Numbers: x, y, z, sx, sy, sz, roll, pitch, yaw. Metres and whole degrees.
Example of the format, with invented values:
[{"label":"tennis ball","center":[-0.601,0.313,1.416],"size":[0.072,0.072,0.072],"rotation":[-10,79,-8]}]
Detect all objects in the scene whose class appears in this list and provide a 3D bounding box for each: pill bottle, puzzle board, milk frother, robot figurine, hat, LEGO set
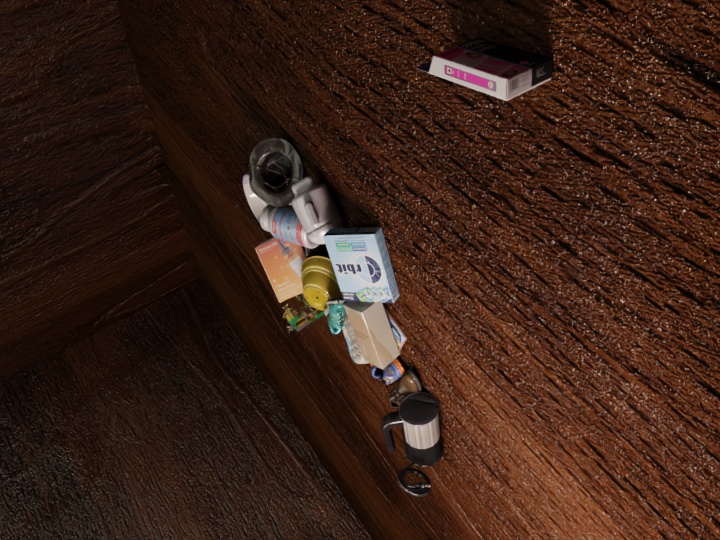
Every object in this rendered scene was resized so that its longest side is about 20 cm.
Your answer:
[{"label":"pill bottle","center":[-0.211,-0.142,1.759],"size":[0.196,0.109,0.111],"rotation":[17,134,31]},{"label":"puzzle board","center":[0.059,0.152,1.701],"size":[0.202,0.017,0.152],"rotation":[54,155,20]},{"label":"milk frother","center":[0.164,0.494,1.623],"size":[0.201,0.177,0.192],"rotation":[-123,17,-53]},{"label":"robot figurine","center":[-0.120,-0.162,1.616],"size":[0.204,0.111,0.170],"rotation":[64,-165,-4]},{"label":"hat","center":[-0.246,-0.303,1.749],"size":[0.204,0.197,0.081],"rotation":[65,-160,-8]},{"label":"LEGO set","center":[-0.201,0.112,2.011],"size":[0.117,0.198,0.154],"rotation":[51,175,24]}]

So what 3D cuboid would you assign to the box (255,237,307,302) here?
[{"label":"box","center":[-0.239,-0.023,1.928],"size":[0.106,0.149,0.204],"rotation":[-77,-37,-77]}]

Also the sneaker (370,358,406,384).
[{"label":"sneaker","center":[0.056,0.289,1.764],"size":[0.199,0.078,0.076],"rotation":[17,141,59]}]

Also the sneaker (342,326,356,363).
[{"label":"sneaker","center":[-0.018,0.209,1.868],"size":[0.081,0.075,0.204],"rotation":[-128,21,-60]}]

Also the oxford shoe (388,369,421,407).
[{"label":"oxford shoe","center":[0.129,0.361,1.699],"size":[0.073,0.083,0.202],"rotation":[51,153,25]}]

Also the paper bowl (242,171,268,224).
[{"label":"paper bowl","center":[-0.304,-0.245,1.919],"size":[0.201,0.103,0.203],"rotation":[45,151,33]}]

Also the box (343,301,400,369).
[{"label":"box","center":[0.034,0.169,1.636],"size":[0.094,0.077,0.204],"rotation":[16,134,52]}]

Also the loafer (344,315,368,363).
[{"label":"loafer","center":[-0.003,0.184,1.756],"size":[0.069,0.069,0.205],"rotation":[-24,72,45]}]

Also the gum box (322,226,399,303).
[{"label":"gum box","center":[0.003,-0.013,1.524],"size":[0.167,0.045,0.204],"rotation":[1,119,35]}]

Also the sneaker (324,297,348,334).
[{"label":"sneaker","center":[-0.063,0.131,1.700],"size":[0.201,0.075,0.082],"rotation":[108,154,-67]}]

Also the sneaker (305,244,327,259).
[{"label":"sneaker","center":[-0.143,-0.036,1.854],"size":[0.087,0.075,0.204],"rotation":[30,141,59]}]

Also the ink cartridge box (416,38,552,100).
[{"label":"ink cartridge box","center":[0.178,-0.308,0.857],"size":[0.199,0.093,0.038],"rotation":[37,147,45]}]

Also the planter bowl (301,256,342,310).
[{"label":"planter bowl","center":[-0.119,0.061,1.786],"size":[0.196,0.084,0.204],"rotation":[18,135,18]}]
